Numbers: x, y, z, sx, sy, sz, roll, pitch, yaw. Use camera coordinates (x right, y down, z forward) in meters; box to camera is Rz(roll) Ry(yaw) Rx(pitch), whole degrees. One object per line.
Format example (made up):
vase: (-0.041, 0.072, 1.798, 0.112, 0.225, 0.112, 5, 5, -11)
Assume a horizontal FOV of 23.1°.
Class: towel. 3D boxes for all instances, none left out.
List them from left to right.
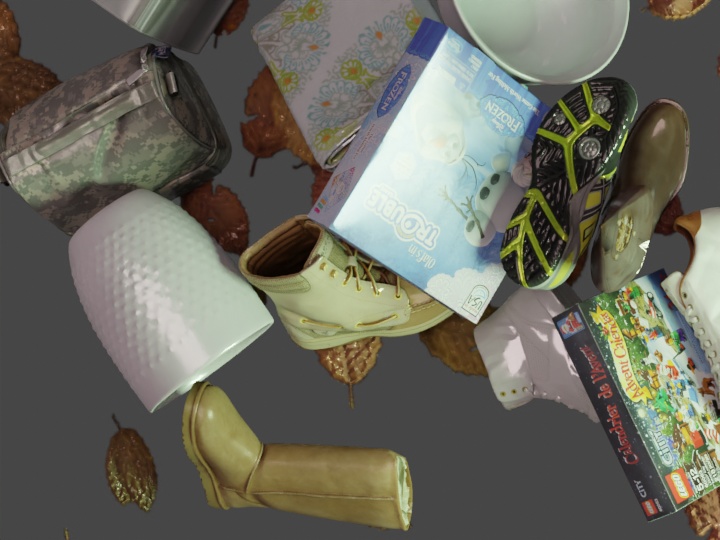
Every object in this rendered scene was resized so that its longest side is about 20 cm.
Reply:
towel: (-0.003, -0.210, 1.674, 0.170, 0.048, 0.201, -33, 57, 11)

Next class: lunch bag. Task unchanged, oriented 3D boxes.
lunch bag: (-0.239, -0.129, 1.698, 0.199, 0.168, 0.140, -27, 83, 11)

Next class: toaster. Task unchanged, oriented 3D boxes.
toaster: (-0.206, -0.305, 1.692, 0.199, 0.181, 0.119, 35, 99, 13)

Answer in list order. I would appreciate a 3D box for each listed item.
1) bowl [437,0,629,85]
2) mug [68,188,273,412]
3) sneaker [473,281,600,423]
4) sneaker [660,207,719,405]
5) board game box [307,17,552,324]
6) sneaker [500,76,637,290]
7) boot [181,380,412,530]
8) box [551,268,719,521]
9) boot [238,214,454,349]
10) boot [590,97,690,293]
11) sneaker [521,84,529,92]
bowl: (0.144, -0.253, 1.632, 0.199, 0.090, 0.203, 8, 72, -24)
mug: (-0.197, 0.027, 1.681, 0.147, 0.200, 0.176, -35, 87, -23)
sneaker: (0.192, 0.109, 1.649, 0.115, 0.074, 0.201, -39, 83, 22)
sneaker: (0.318, 0.044, 1.611, 0.084, 0.073, 0.202, -2, 77, 3)
board game box: (0.080, -0.084, 1.547, 0.043, 0.199, 0.200, 30, 89, 52)
sneaker: (0.187, -0.078, 1.563, 0.075, 0.076, 0.201, 29, 94, 27)
boot: (-0.057, 0.174, 1.667, 0.198, 0.176, 0.067, 4, 52, 15)
box: (0.268, 0.110, 1.592, 0.038, 0.136, 0.201, -32, 81, 45)
boot: (0.000, 0.000, 1.643, 0.198, 0.156, 0.073, -14, 58, 15)
boot: (0.249, -0.071, 1.565, 0.064, 0.200, 0.188, 17, 93, 11)
sneaker: (0.083, -0.113, 1.606, 0.076, 0.081, 0.200, 23, 63, 43)
